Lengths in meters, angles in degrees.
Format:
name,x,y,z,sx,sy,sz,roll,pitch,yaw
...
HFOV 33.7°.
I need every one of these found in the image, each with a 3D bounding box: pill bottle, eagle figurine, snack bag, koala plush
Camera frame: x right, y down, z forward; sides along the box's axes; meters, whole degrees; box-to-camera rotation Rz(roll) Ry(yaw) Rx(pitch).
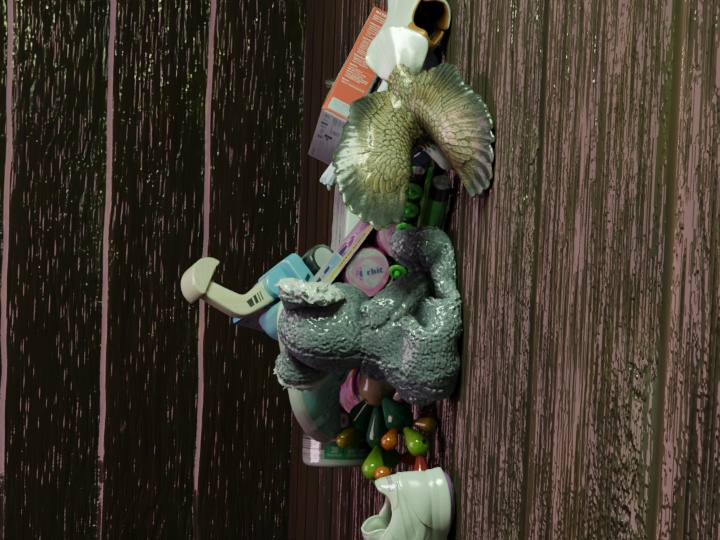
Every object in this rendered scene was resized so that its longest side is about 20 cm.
name,x,y,z,sx,sy,sz,roll,pitch,yaw
pill bottle,-0.035,0.207,1.883,0.113,0.112,0.201,151,120,-81
eagle figurine,0.060,-0.146,1.226,0.200,0.150,0.152,-80,12,-60
snack bag,-0.001,-0.197,1.661,0.189,0.021,0.200,-58,3,7
koala plush,0.001,0.062,1.304,0.184,0.199,0.178,-97,12,-49

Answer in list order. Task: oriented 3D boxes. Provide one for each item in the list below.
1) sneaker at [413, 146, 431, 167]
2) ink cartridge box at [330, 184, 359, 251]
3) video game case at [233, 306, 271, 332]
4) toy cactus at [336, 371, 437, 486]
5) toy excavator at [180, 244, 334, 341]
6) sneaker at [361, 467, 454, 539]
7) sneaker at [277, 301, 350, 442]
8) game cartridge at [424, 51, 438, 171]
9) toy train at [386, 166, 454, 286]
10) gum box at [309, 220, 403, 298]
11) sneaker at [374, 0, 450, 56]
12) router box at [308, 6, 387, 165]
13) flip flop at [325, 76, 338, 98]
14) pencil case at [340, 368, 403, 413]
name,x,y,z,sx,sy,sz,roll,pitch,yaw
sneaker,0.052,-0.147,1.401,0.082,0.074,0.200,-43,-1,-42
ink cartridge box,0.008,-0.070,1.715,0.200,0.083,0.147,146,128,-81
video game case,-0.075,0.052,1.778,0.200,0.143,0.018,-30,54,39
toy cactus,0.033,0.176,1.423,0.200,0.102,0.166,169,97,-73
toy excavator,-0.118,0.037,1.588,0.100,0.195,0.200,-35,3,44
sneaker,0.048,0.308,1.283,0.075,0.099,0.201,-136,46,-77
sneaker,-0.041,0.125,1.426,0.074,0.082,0.201,-61,-37,-50
game cartridge,0.066,-0.197,1.509,0.134,0.040,0.201,-94,9,-61
toy train,0.068,-0.039,1.373,0.201,0.056,0.042,99,-175,-46
gum box,0.000,0.000,1.503,0.200,0.066,0.114,-52,11,1
sneaker,0.078,-0.307,1.405,0.073,0.084,0.201,47,-143,-31
router box,-0.010,-0.269,1.775,0.180,0.049,0.200,-64,1,-16
flip flop,-0.021,-0.305,2.075,0.200,0.081,0.058,137,118,-81
pencil case,0.015,0.161,1.647,0.200,0.087,0.088,125,146,-78
